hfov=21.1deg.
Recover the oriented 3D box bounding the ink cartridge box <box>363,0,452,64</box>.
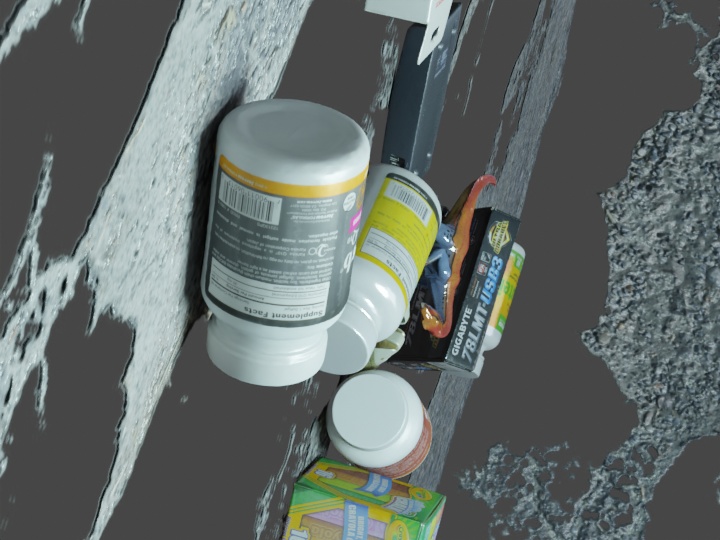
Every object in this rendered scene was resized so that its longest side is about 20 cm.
[{"bbox_3d":[0.055,-0.307,1.831,0.116,0.067,0.201,-52,153,-65],"label":"ink cartridge box"}]

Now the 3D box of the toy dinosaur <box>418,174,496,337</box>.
[{"bbox_3d":[0.096,-0.015,2.257,0.105,0.200,0.182,73,-5,-68],"label":"toy dinosaur"}]

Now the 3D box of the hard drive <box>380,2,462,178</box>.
[{"bbox_3d":[0.065,-0.190,2.129,0.135,0.042,0.200,-54,157,-63],"label":"hard drive"}]

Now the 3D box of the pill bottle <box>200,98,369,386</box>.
[{"bbox_3d":[-0.061,-0.020,1.473,0.116,0.116,0.200,-59,162,-57],"label":"pill bottle"}]

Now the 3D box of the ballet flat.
[{"bbox_3d":[0.022,0.058,2.195,0.071,0.071,0.200,-64,166,-46],"label":"ballet flat"}]

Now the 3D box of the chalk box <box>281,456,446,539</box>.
[{"bbox_3d":[0.020,0.305,2.161,0.124,0.199,0.124,-34,138,-75],"label":"chalk box"}]

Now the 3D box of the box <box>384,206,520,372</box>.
[{"bbox_3d":[0.106,0.025,2.397,0.198,0.050,0.201,-1,-111,65],"label":"box"}]

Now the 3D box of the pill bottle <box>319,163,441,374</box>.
[{"bbox_3d":[0.000,0.000,1.859,0.111,0.111,0.200,94,15,-47],"label":"pill bottle"}]

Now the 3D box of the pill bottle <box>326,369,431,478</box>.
[{"bbox_3d":[0.021,0.176,2.230,0.200,0.112,0.112,63,43,-76],"label":"pill bottle"}]

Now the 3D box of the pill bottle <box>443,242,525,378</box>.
[{"bbox_3d":[0.162,0.050,2.820,0.111,0.111,0.200,69,37,-73],"label":"pill bottle"}]
